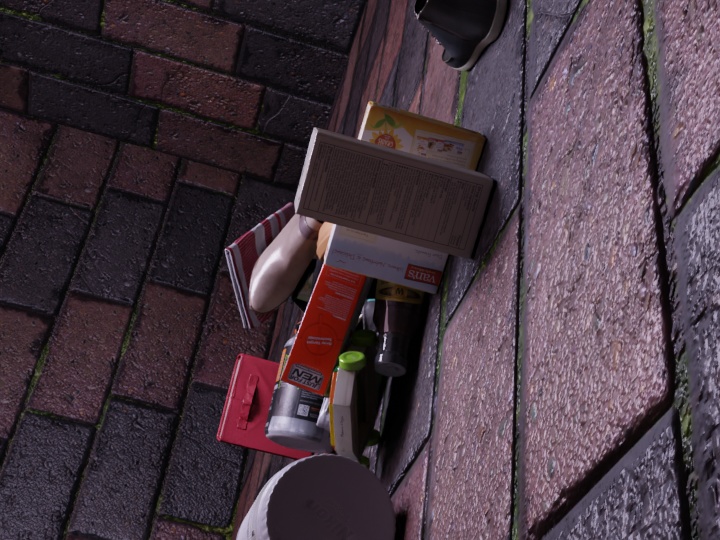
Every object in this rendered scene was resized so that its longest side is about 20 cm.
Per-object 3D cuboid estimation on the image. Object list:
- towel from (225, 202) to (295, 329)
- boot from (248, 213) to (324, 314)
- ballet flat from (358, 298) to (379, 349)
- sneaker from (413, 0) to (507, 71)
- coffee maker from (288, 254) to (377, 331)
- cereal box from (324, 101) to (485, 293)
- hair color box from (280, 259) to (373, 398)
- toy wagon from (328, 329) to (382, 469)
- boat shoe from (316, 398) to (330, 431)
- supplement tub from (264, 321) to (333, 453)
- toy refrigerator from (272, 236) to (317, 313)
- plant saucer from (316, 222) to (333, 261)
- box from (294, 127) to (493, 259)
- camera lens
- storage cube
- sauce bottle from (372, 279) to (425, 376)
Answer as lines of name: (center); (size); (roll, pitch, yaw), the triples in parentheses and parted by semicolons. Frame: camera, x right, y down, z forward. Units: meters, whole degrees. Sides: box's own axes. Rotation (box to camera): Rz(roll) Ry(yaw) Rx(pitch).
towel: (-0.145, -0.009, 1.734); (0.200, 0.023, 0.145); (-42, -55, -53)
boot: (-0.087, -0.041, 1.550); (0.146, 0.070, 0.200); (-44, 18, 54)
ballet flat: (0.002, 0.128, 1.488); (0.068, 0.068, 0.201); (-44, -28, -73)
sneaker: (0.114, -0.325, 1.396); (0.200, 0.106, 0.075); (145, 140, -78)
coffee maker: (0.000, 0.000, 1.625); (0.192, 0.135, 0.201); (-9, 61, 40)
cereal box: (0.050, -0.085, 1.268); (0.040, 0.143, 0.201); (-102, 28, -73)
hair color box: (-0.035, 0.057, 1.353); (0.102, 0.061, 0.201); (74, -145, -81)
toy wagon: (0.002, 0.155, 1.360); (0.200, 0.039, 0.156); (-59, -31, -66)
boat shoe: (-0.033, 0.170, 1.667); (0.072, 0.068, 0.201); (114, 168, -49)
supplement tub: (-0.081, 0.193, 1.770); (0.123, 0.122, 0.201); (126, 157, -70)
toy refrigerator: (-0.073, 0.028, 1.758); (0.200, 0.076, 0.070); (53, -134, -44)
plant saucer: (0.016, -0.086, 1.471); (0.200, 0.038, 0.200); (-36, -6, -5)
box: (0.034, -0.085, 1.167); (0.078, 0.199, 0.095); (-112, 38, -77)
camera lens: (-0.054, 0.306, 1.211); (0.200, 0.159, 0.161); (118, 165, -60)
storage cube: (-0.171, 0.266, 2.072); (0.200, 0.179, 0.172); (143, 142, -79)
sauce bottle: (0.051, 0.036, 1.345); (0.066, 0.066, 0.201); (117, 162, -58)
